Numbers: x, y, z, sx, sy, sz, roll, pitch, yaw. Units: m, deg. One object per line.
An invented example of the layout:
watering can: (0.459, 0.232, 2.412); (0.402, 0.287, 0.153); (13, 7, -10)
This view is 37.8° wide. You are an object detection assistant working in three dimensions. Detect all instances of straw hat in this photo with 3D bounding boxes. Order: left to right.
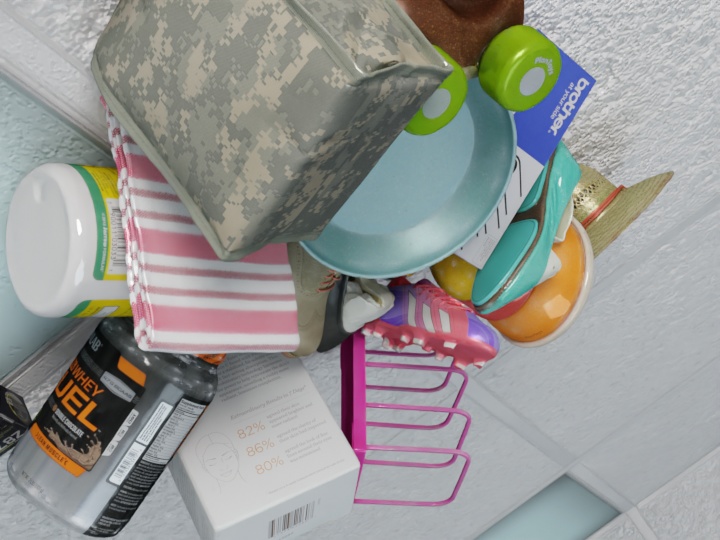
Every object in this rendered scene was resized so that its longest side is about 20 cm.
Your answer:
straw hat: (0.241, -0.070, 1.149); (0.201, 0.085, 0.201); (-44, 178, -2)

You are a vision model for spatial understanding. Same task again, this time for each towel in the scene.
towel: (-0.114, -0.036, 0.764); (0.030, 0.202, 0.146); (-22, 162, 39)

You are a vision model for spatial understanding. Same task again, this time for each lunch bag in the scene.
lunch bag: (-0.071, -0.135, 0.656); (0.117, 0.200, 0.164); (-18, 154, -52)

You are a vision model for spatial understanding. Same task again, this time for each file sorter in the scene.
file sorter: (0.045, 0.134, 1.112); (0.124, 0.201, 0.139); (4, 144, -6)

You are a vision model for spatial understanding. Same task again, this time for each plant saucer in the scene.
plant saucer: (0.028, -0.087, 0.840); (0.198, 0.036, 0.201); (-11, 126, -16)

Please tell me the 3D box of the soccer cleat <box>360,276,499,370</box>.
soccer cleat: (0.067, 0.042, 0.987); (0.066, 0.200, 0.077); (31, 77, -25)

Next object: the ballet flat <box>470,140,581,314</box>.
ballet flat: (0.165, -0.034, 0.982); (0.070, 0.201, 0.067); (35, 152, -25)

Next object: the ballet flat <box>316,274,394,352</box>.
ballet flat: (0.000, 0.000, 0.979); (0.068, 0.068, 0.201); (-27, 135, -52)

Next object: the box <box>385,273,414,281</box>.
box: (0.073, -0.072, 1.042); (0.200, 0.035, 0.110); (-45, 148, 19)

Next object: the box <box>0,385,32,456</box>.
box: (-0.406, 0.156, 0.898); (0.199, 0.049, 0.161); (-35, 148, 1)

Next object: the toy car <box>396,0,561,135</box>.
toy car: (0.050, -0.223, 0.690); (0.157, 0.164, 0.201); (-17, 137, -27)

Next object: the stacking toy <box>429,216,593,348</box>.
stacking toy: (0.119, -0.013, 1.040); (0.199, 0.147, 0.146); (18, 125, -33)

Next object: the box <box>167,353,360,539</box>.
box: (-0.114, 0.165, 1.040); (0.151, 0.201, 0.107); (-20, 147, -20)

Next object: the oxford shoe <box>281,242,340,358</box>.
oxford shoe: (-0.042, -0.004, 0.916); (0.070, 0.074, 0.201); (-39, 138, -48)

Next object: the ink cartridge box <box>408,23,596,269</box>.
ink cartridge box: (0.120, -0.110, 0.937); (0.094, 0.044, 0.201); (27, 95, -38)

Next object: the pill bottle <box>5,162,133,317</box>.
pill bottle: (-0.159, -0.021, 0.815); (0.199, 0.113, 0.113); (0, 137, -44)

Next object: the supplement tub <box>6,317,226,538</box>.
supplement tub: (-0.210, 0.123, 0.933); (0.201, 0.122, 0.122); (-56, 149, -1)
